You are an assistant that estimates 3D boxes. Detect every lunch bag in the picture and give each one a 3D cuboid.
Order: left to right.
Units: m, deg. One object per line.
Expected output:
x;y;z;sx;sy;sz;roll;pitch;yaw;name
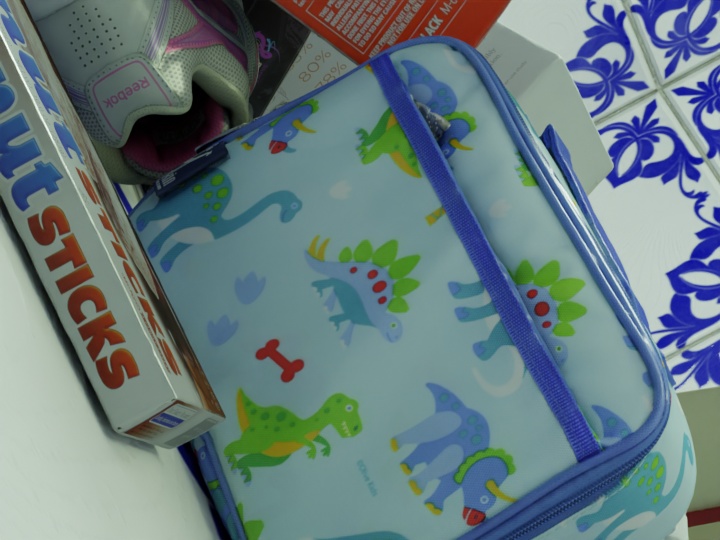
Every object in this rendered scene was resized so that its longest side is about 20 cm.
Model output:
0.016;0.024;0.792;0.201;0.160;0.083;66;5;34;lunch bag

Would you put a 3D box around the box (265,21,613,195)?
0.004;-0.073;1.142;0.200;0.124;0.098;34;-13;36;box

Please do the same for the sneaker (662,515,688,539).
0.080;0.120;0.824;0.201;0.077;0.092;-104;-152;-47;sneaker

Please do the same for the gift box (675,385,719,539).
0.150;0.154;1.094;0.200;0.186;0.186;115;-34;-78;gift box

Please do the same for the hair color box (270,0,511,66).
-0.041;-0.148;0.891;0.200;0.064;0.111;37;7;-9;hair color box

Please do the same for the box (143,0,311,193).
-0.069;-0.134;1.066;0.036;0.143;0.200;20;24;-27;box

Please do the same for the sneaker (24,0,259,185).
-0.081;-0.070;0.879;0.089;0.081;0.200;64;11;9;sneaker

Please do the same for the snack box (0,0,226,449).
-0.100;-0.041;0.707;0.201;0.024;0.072;63;4;11;snack box
